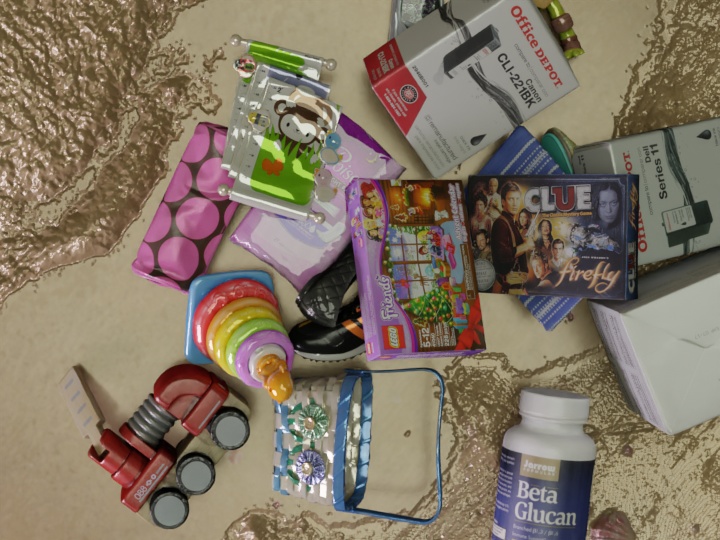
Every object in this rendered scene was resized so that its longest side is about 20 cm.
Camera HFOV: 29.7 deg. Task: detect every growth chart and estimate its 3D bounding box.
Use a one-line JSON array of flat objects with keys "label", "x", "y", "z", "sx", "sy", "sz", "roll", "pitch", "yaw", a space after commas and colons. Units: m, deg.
[{"label": "growth chart", "x": -0.087, "y": -0.158, "z": 1.534, "sx": 0.143, "sy": 0.018, "sz": 0.203, "roll": 7, "pitch": 82, "yaw": -8}]

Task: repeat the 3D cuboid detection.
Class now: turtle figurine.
[{"label": "turtle figurine", "x": 0.200, "y": -0.322, "z": 1.592, "sx": 0.198, "sy": 0.064, "sz": 0.163, "roll": -14, "pitch": 101, "yaw": -11}]

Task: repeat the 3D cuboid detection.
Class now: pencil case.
[{"label": "pencil case", "x": -0.186, "y": -0.070, "z": 1.583, "sx": 0.093, "sy": 0.091, "sz": 0.202, "roll": 26, "pitch": 94, "yaw": -10}]

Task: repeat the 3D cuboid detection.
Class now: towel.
[{"label": "towel", "x": 0.201, "y": -0.049, "z": 1.560, "sx": 0.145, "sy": 0.024, "sz": 0.201, "roll": -50, "pitch": 66, "yaw": 27}]

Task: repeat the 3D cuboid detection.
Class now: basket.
[{"label": "basket", "x": -0.002, "y": 0.200, "z": 1.568, "sx": 0.197, "sy": 0.139, "sz": 0.179, "roll": 0, "pitch": 91, "yaw": 8}]

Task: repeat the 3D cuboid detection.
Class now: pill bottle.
[{"label": "pill bottle", "x": 0.217, "y": 0.243, "z": 1.590, "sx": 0.110, "sy": 0.111, "sz": 0.203, "roll": 6, "pitch": 92, "yaw": -2}]

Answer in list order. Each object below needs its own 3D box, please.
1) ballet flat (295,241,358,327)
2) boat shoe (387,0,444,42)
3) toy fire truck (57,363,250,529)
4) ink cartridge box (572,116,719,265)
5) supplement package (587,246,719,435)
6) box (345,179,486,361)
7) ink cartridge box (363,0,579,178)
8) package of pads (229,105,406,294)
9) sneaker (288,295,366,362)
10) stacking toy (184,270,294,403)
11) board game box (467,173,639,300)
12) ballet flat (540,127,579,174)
[{"label": "ballet flat", "x": 0.000, "y": 0.000, "z": 1.564, "sx": 0.057, "sy": 0.067, "sz": 0.200, "roll": 38, "pitch": 53, "yaw": 11}, {"label": "boat shoe", "x": 0.065, "y": -0.280, "z": 1.586, "sx": 0.069, "sy": 0.072, "sz": 0.204, "roll": 0, "pitch": 94, "yaw": -2}, {"label": "toy fire truck", "x": -0.250, "y": 0.171, "z": 1.584, "sx": 0.199, "sy": 0.129, "sz": 0.177, "roll": 38, "pitch": 91, "yaw": -12}, {"label": "ink cartridge box", "x": 0.357, "y": -0.091, "z": 1.565, "sx": 0.198, "sy": 0.083, "sz": 0.148, "roll": -14, "pitch": 94, "yaw": -21}, {"label": "supplement package", "x": 0.385, "y": 0.071, "z": 1.543, "sx": 0.189, "sy": 0.200, "sz": 0.149, "roll": -22, "pitch": 93, "yaw": 0}, {"label": "box", "x": 0.063, "y": -0.002, "z": 1.530, "sx": 0.135, "sy": 0.039, "sz": 0.203, "roll": -2, "pitch": 76, "yaw": -24}, {"label": "ink cartridge box", "x": 0.125, "y": -0.224, "z": 1.532, "sx": 0.199, "sy": 0.084, "sz": 0.145, "roll": -33, "pitch": 120, "yaw": 10}, {"label": "package of pads", "x": -0.049, "y": -0.080, "z": 1.590, "sx": 0.120, "sy": 0.076, "sz": 0.201, "roll": 37, "pitch": 91, "yaw": -5}, {"label": "sneaker", "x": 0.010, "y": 0.045, "z": 1.584, "sx": 0.197, "sy": 0.070, "sz": 0.091, "roll": -8, "pitch": 120, "yaw": -7}, {"label": "stacking toy", "x": -0.116, "y": 0.088, "z": 1.522, "sx": 0.109, "sy": 0.200, "sz": 0.117, "roll": -4, "pitch": 115, "yaw": -25}, {"label": "board game box", "x": 0.212, "y": -0.040, "z": 1.517, "sx": 0.198, "sy": 0.034, "sz": 0.137, "roll": 2, "pitch": 93, "yaw": 35}, {"label": "ballet flat", "x": 0.267, "y": -0.075, "z": 1.608, "sx": 0.070, "sy": 0.071, "sz": 0.202, "roll": -16, "pitch": 92, "yaw": -1}]
